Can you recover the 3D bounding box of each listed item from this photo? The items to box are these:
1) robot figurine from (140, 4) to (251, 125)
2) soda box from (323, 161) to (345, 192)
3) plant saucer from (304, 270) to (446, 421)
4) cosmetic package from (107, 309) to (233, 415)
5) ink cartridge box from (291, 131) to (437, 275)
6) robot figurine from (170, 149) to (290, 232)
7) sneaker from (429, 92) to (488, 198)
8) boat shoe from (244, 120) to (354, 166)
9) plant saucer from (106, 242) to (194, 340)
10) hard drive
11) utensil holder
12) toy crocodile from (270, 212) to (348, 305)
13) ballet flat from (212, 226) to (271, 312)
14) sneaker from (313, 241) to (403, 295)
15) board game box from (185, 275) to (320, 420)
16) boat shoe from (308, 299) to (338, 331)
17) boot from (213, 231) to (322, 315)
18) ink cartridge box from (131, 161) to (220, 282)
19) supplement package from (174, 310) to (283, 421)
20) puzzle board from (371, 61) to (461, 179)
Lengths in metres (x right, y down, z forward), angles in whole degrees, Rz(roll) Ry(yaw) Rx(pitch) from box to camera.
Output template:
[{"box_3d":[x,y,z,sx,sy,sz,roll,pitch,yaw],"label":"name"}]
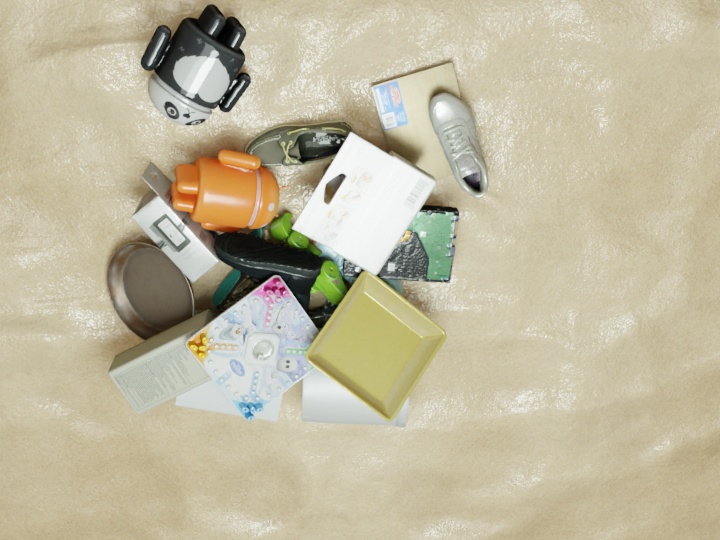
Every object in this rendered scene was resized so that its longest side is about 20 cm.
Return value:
[{"box_3d":[-0.271,-0.339,1.481,0.150,0.125,0.200,37,106,2],"label":"robot figurine"},{"box_3d":[0.022,-0.127,1.620,0.068,0.063,0.200,-41,109,12],"label":"soda box"},{"box_3d":[0.024,0.136,1.592,0.200,0.048,0.200,38,73,-9],"label":"plant saucer"},{"box_3d":[-0.336,0.164,1.588,0.200,0.073,0.104,-25,111,6],"label":"cosmetic package"},{"box_3d":[0.005,-0.117,1.525,0.176,0.045,0.200,29,106,-15],"label":"ink cartridge box"},{"box_3d":[-0.228,-0.136,1.556,0.199,0.117,0.144,7,92,-22],"label":"robot figurine"},{"box_3d":[0.183,-0.218,1.559,0.075,0.100,0.200,-24,110,9],"label":"sneaker"},{"box_3d":[-0.108,-0.222,1.574,0.201,0.060,0.072,-11,113,1],"label":"boat shoe"},{"box_3d":[-0.382,0.039,1.637,0.200,0.032,0.201,10,113,24],"label":"plant saucer"},{"box_3d":[0.072,-0.052,1.599,0.199,0.038,0.140,3,111,-4],"label":"hard drive"},{"box_3d":[-0.012,0.213,1.699,0.199,0.170,0.170,1,112,-4],"label":"utensil holder"},{"box_3d":[-0.092,-0.019,1.635,0.200,0.062,0.068,46,132,-2],"label":"toy crocodile"},{"box_3d":[-0.204,0.001,1.663,0.075,0.068,0.200,18,117,-34],"label":"ballet flat"},{"box_3d":[0.000,0.000,1.659,0.200,0.082,0.074,30,106,-11],"label":"sneaker"},{"box_3d":[-0.171,0.140,1.558,0.200,0.026,0.200,-37,118,-7],"label":"board game box"},{"box_3d":[-0.047,0.083,1.703,0.199,0.073,0.062,0,97,-7],"label":"boat shoe"},{"box_3d":[-0.178,0.029,1.596,0.200,0.077,0.168,14,127,-9],"label":"boot"},{"box_3d":[-0.337,-0.088,1.582,0.068,0.116,0.200,-37,109,9],"label":"ink cartridge box"},{"box_3d":[-0.241,0.183,1.701,0.199,0.111,0.156,11,110,-8],"label":"supplement package"},{"box_3d":[0.117,-0.260,1.601,0.150,0.017,0.200,-16,111,3],"label":"puzzle board"}]
